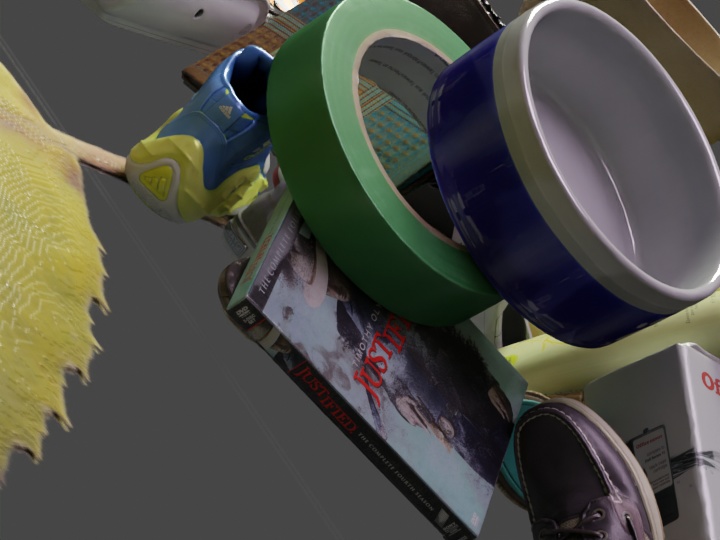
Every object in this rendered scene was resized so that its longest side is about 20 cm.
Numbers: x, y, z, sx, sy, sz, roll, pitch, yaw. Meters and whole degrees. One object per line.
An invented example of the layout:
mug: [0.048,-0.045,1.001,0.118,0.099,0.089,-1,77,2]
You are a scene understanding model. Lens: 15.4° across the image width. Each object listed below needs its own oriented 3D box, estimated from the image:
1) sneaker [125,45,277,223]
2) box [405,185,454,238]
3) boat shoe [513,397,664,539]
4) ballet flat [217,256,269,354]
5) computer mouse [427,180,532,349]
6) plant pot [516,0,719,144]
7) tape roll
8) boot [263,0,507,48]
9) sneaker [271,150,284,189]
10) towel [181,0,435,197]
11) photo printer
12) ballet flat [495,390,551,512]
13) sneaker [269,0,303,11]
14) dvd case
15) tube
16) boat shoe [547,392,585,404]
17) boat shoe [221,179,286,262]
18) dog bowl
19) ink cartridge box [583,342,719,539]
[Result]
sneaker: [-0.070,-0.086,1.608,0.076,0.105,0.200,46,16,-3]
box: [0.064,-0.122,2.037,0.148,0.104,0.200,35,20,-37]
boat shoe: [0.137,0.168,1.542,0.065,0.072,0.200,0,68,-61]
ballet flat: [-0.013,0.049,1.555,0.200,0.046,0.067,26,47,-39]
computer mouse: [0.077,0.008,1.759,0.110,0.044,0.200,48,-22,54]
plant pot: [0.186,-0.151,1.986,0.200,0.134,0.200,44,15,-15]
tape roll: [0.030,-0.067,1.576,0.200,0.048,0.201,33,41,-34]
boot: [-0.001,-0.181,1.886,0.200,0.174,0.069,49,16,8]
sneaker: [0.002,-0.087,1.772,0.078,0.116,0.200,32,20,-39]
towel: [-0.004,-0.113,1.735,0.200,0.147,0.022,37,-33,38]
photo printer: [-0.152,-0.227,1.803,0.166,0.069,0.200,51,16,18]
ballet flat: [0.123,0.125,1.697,0.200,0.071,0.065,36,-8,-40]
sneaker: [-0.068,-0.251,1.998,0.200,0.112,0.078,53,17,20]
dvd case: [0.014,0.046,1.531,0.200,0.022,0.146,46,36,-17]
tube: [0.149,0.054,1.707,0.058,0.200,0.052,57,25,-58]
boat shoe: [0.202,0.083,1.777,0.069,0.200,0.074,42,50,-39]
boat shoe: [0.000,0.000,1.644,0.200,0.069,0.072,33,20,-38]
dog bowl: [0.132,-0.057,1.590,0.200,0.079,0.200,33,42,-35]
ink cartridge box: [0.219,0.165,1.656,0.147,0.083,0.200,31,45,-43]
